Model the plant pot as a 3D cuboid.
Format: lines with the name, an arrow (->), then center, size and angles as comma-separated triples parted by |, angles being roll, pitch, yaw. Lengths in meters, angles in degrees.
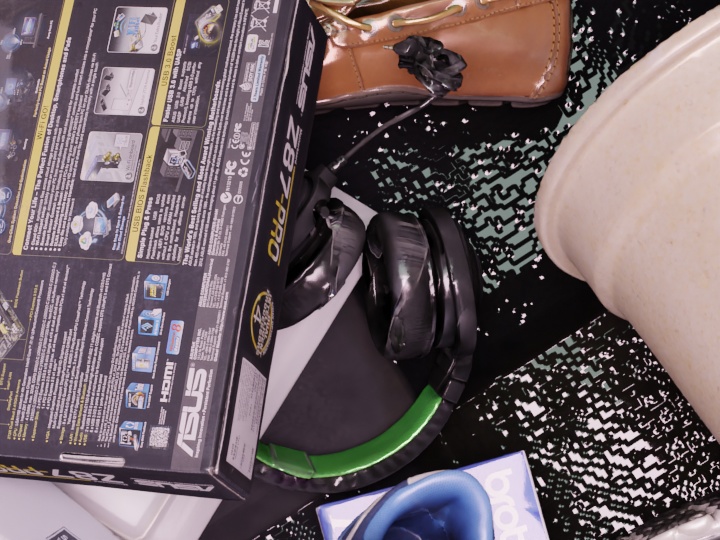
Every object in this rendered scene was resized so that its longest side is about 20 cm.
plant pot -> 0.193, 0.014, 0.840 | 0.199, 0.201, 0.184 | -25, 62, 0

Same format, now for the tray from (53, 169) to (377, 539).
tray -> -0.083, 0.035, 0.971 | 0.107, 0.022, 0.201 | 31, 85, 6

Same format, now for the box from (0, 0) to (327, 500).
box -> -0.107, -0.016, 0.880 | 0.160, 0.049, 0.202 | 3, 73, 17

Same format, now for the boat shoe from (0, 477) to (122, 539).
boat shoe -> -0.112, 0.156, 0.895 | 0.199, 0.072, 0.068 | 37, 117, 15

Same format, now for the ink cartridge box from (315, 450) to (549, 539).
ink cartridge box -> 0.051, 0.186, 0.929 | 0.093, 0.044, 0.202 | -15, 82, 1

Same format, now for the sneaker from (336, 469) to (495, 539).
sneaker -> 0.005, 0.151, 0.817 | 0.074, 0.201, 0.082 | 31, 127, -12

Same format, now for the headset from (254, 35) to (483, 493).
headset -> 0.000, 0.000, 0.919 | 0.123, 0.094, 0.202 | 15, 99, -16

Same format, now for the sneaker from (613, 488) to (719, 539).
sneaker -> 0.193, 0.128, 0.915 | 0.198, 0.077, 0.086 | -9, 87, 3

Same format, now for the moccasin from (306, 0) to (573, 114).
moccasin -> -0.008, -0.108, 0.951 | 0.199, 0.074, 0.078 | -1, 107, 4
